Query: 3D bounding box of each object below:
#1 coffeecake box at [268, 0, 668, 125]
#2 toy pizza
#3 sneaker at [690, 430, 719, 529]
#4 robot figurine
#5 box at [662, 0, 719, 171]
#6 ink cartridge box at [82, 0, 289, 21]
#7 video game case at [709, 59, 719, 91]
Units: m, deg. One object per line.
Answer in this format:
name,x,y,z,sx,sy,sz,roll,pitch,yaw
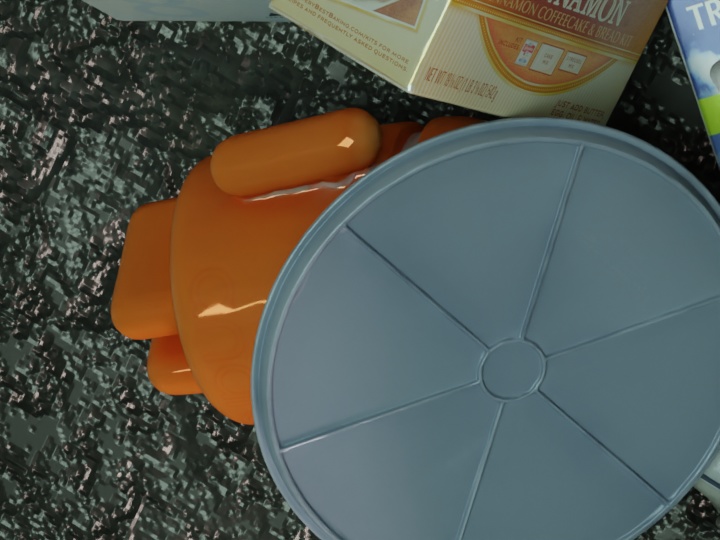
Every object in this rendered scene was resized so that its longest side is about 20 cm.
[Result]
coffeecake box,0.073,-0.159,1.040,0.073,0.153,0.201,32,102,29
toy pizza,0.054,0.032,1.086,0.199,0.032,0.201,-5,116,-11
sneaker,0.181,0.114,1.154,0.200,0.073,0.071,35,110,6
robot figurine,0.001,0.001,1.161,0.199,0.117,0.145,-8,100,20
box,0.199,-0.059,1.110,0.121,0.048,0.201,-17,100,20
ink cartridge box,-0.057,-0.134,1.094,0.159,0.200,0.048,3,86,18
video game case,0.248,-0.045,0.964,0.182,0.022,0.200,-38,98,4
